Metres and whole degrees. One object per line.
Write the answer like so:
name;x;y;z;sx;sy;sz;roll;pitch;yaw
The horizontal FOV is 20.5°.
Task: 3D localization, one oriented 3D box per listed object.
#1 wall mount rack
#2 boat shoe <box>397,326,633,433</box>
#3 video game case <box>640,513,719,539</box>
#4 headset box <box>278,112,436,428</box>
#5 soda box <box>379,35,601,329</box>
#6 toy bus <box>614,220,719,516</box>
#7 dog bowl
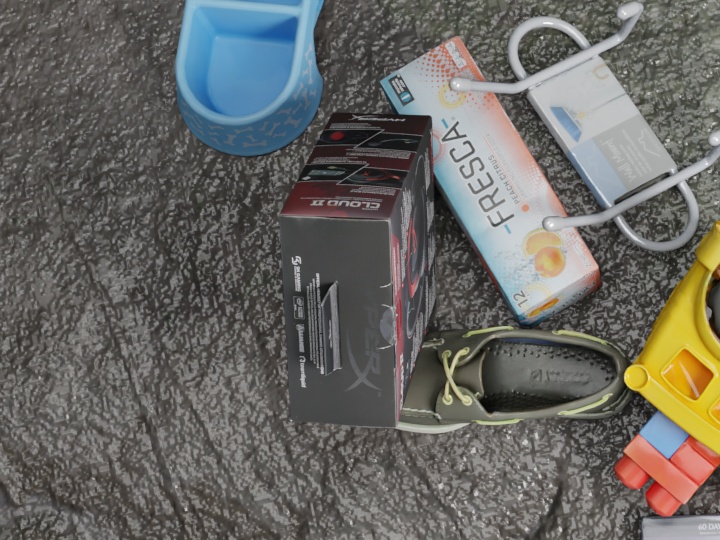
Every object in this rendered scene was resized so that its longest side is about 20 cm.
wall mount rack;0.154;-0.099;1.371;0.173;0.075;0.200;-27;74;-23
boat shoe;0.087;0.072;1.370;0.201;0.060;0.072;-2;77;8
video game case;0.262;0.263;1.324;0.142;0.019;0.201;-3;78;8
headset box;0.000;0.000;1.305;0.075;0.200;0.149;2;116;10
soda box;0.092;-0.060;1.398;0.068;0.064;0.201;-30;74;1
toy bus;0.268;0.093;1.311;0.200;0.136;0.192;37;99;12
dog bowl;-0.079;-0.187;1.460;0.111;0.050;0.201;7;78;10
